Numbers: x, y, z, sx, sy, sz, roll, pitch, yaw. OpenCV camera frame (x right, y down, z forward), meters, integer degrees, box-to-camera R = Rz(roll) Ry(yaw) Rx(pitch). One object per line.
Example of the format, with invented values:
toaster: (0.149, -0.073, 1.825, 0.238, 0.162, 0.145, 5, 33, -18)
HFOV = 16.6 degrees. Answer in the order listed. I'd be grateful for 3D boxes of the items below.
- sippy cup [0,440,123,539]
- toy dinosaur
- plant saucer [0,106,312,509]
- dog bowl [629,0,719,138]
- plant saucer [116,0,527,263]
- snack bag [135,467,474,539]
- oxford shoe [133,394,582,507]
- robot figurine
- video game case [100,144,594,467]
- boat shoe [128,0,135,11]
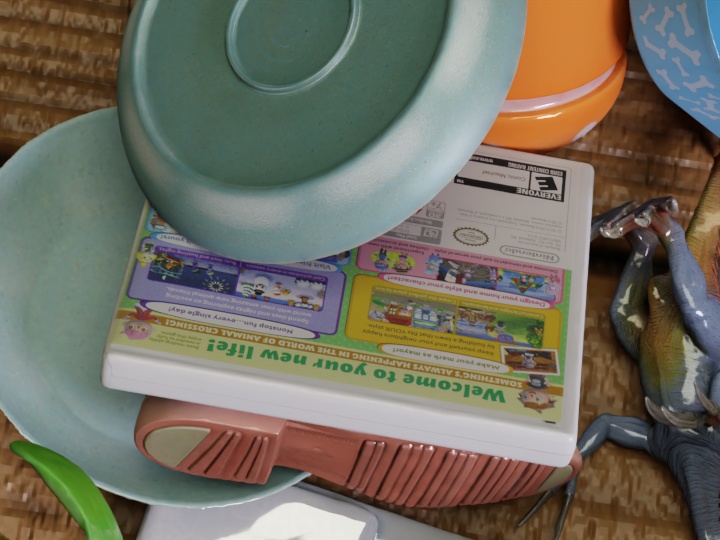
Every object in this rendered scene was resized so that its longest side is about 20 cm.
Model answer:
sippy cup: (-0.182, 0.157, 1.033, 0.177, 0.140, 0.130, -35, 59, -21)
toy dinosaur: (0.162, 0.054, 1.137, 0.199, 0.105, 0.182, -29, 96, -28)
plant saucer: (-0.087, 0.020, 1.131, 0.200, 0.039, 0.202, 8, 63, -15)
dog bowl: (0.192, -0.107, 1.156, 0.049, 0.200, 0.112, -4, 67, 39)
plant saucer: (-0.025, -0.101, 1.058, 0.199, 0.027, 0.201, -11, 64, 24)
snack bag: (-0.020, 0.189, 1.097, 0.199, 0.021, 0.189, 19, 68, 1)
oxford shoe: (0.003, 0.055, 1.081, 0.199, 0.071, 0.074, 11, 59, -14)
robot figurine: (0.071, -0.137, 1.148, 0.116, 0.201, 0.144, 19, 43, 25)
video game case: (0.000, 0.000, 1.082, 0.199, 0.022, 0.183, 10, 42, 0)
boat shoe: (-0.026, -0.167, 1.194, 0.199, 0.076, 0.072, -28, 49, -10)
